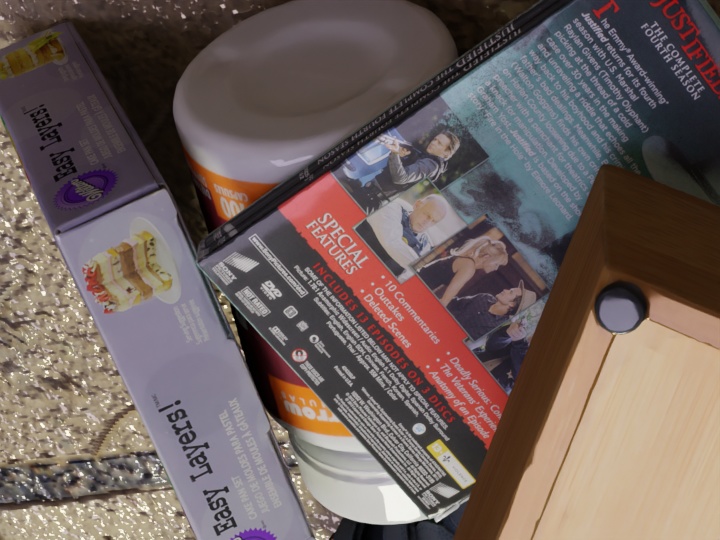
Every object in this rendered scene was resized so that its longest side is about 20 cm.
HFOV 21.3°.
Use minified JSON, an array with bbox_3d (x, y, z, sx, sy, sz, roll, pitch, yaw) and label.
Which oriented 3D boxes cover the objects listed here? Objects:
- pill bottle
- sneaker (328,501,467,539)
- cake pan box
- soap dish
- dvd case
[{"bbox_3d":[0.000,0.000,0.785,0.113,0.115,0.201,4,130,24],"label":"pill bottle"},{"bbox_3d":[0.024,0.137,0.923,0.079,0.079,0.201,21,137,0],"label":"sneaker"},{"bbox_3d":[-0.089,0.015,0.809,0.052,0.184,0.201,-24,124,-5],"label":"cake pan box"},{"bbox_3d":[0.116,0.087,0.649,0.156,0.081,0.201,23,108,9],"label":"soap dish"},{"bbox_3d":[0.062,-0.009,0.688,0.199,0.022,0.146,-34,113,19],"label":"dvd case"}]
